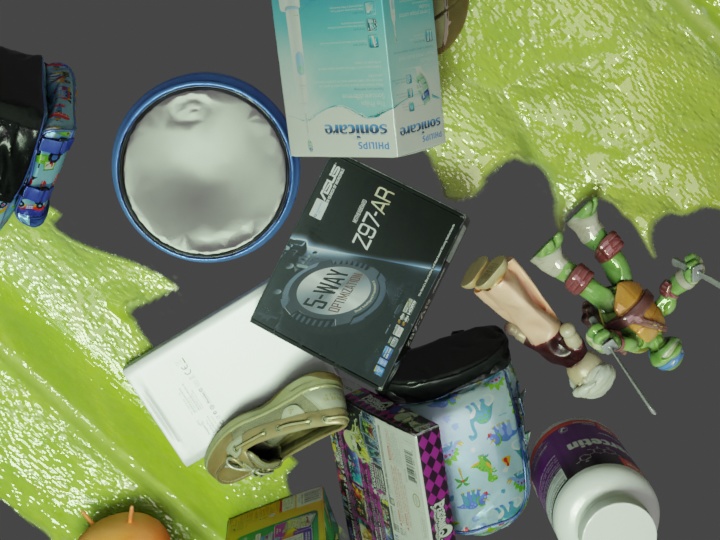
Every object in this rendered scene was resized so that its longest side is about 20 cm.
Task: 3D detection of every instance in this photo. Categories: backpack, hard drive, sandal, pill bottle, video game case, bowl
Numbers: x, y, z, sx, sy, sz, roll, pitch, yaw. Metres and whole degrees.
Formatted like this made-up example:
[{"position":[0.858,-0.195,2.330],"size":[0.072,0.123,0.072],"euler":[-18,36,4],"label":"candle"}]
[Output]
[{"position":[0.111,0.186,1.280],"size":[0.162,0.154,0.202],"euler":[-15,116,-6],"label":"backpack"},{"position":[-0.141,0.110,1.293],"size":[0.199,0.027,0.133],"euler":[-31,103,4],"label":"hard drive"},{"position":[-0.369,-0.106,1.155],"size":[0.133,0.183,0.201],"euler":[15,117,-24],"label":"backpack"},{"position":[0.059,-0.315,1.196],"size":[0.080,0.054,0.202],"euler":[-12,89,-6],"label":"sandal"},{"position":[0.250,0.241,1.259],"size":[0.111,0.200,0.114],"euler":[-1,104,-4],"label":"pill bottle"},{"position":[0.032,0.232,1.252],"size":[0.036,0.181,0.202],"euler":[-20,110,-29],"label":"video game case"},{"position":[-0.161,-0.104,1.235],"size":[0.198,0.039,0.203],"euler":[-1,104,-4],"label":"bowl"}]

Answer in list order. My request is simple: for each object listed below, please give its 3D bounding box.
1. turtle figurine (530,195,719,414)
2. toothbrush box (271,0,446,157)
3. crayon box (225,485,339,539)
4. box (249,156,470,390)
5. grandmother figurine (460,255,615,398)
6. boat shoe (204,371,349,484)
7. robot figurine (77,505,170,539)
[{"position":[0.284,0.018,1.221],"size":[0.144,0.200,0.194],"euler":[-45,86,11],"label":"turtle figurine"},{"position":[-0.004,-0.216,1.158],"size":[0.145,0.085,0.202],"euler":[4,106,41],"label":"toothbrush box"},{"position":[-0.083,0.311,1.255],"size":[0.118,0.200,0.059],"euler":[-20,103,2],"label":"crayon box"},{"position":[0.000,0.000,1.225],"size":[0.159,0.044,0.201],"euler":[27,91,11],"label":"box"},{"position":[0.200,0.065,1.261],"size":[0.200,0.121,0.061],"euler":[43,84,-16],"label":"grandmother figurine"},{"position":[-0.092,0.183,1.263],"size":[0.200,0.064,0.073],"euler":[-35,142,25],"label":"boat shoe"},{"position":[-0.248,0.354,1.294],"size":[0.116,0.144,0.202],"euler":[-18,97,-14],"label":"robot figurine"}]
